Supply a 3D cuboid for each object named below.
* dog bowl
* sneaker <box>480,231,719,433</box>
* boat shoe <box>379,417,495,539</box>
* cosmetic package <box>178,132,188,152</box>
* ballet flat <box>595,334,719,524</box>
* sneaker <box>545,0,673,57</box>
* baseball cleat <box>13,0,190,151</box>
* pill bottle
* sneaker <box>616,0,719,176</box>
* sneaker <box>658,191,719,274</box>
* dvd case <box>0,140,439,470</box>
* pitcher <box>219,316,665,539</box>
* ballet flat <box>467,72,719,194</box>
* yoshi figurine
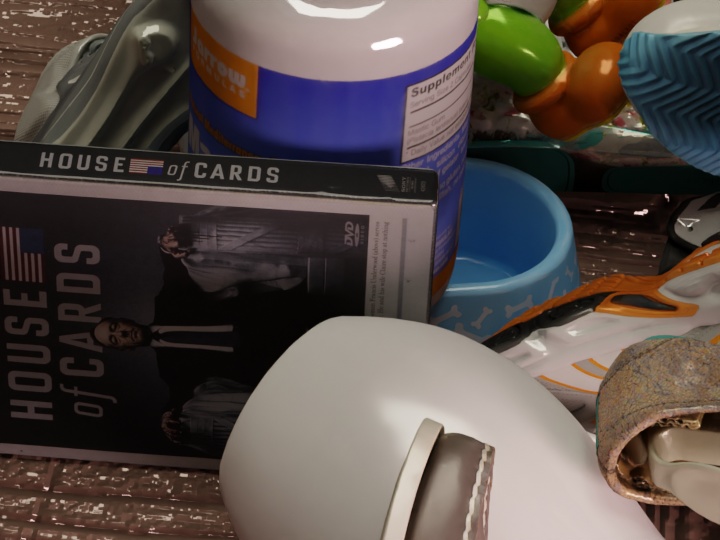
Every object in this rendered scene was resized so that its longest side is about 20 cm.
[{"bbox_3d":[0.000,0.000,1.190,0.199,0.050,0.112,-3,39,-9],"label":"dog bowl"},{"bbox_3d":[0.117,0.046,1.094,0.199,0.092,0.076,-22,6,32],"label":"sneaker"},{"bbox_3d":[0.028,0.151,0.918,0.059,0.072,0.201,7,80,12],"label":"boat shoe"},{"bbox_3d":[-0.020,-0.182,1.321,0.165,0.168,0.200,-5,39,-12],"label":"cosmetic package"},{"bbox_3d":[0.173,0.069,0.955,0.199,0.068,0.067,5,36,21],"label":"ballet flat"},{"bbox_3d":[0.101,-0.145,1.364,0.077,0.082,0.201,-6,63,-7],"label":"sneaker"},{"bbox_3d":[-0.094,-0.090,1.194,0.070,0.200,0.107,31,23,-31],"label":"baseball cleat"},{"bbox_3d":[-0.012,-0.080,1.088,0.111,0.201,0.112,2,39,-1],"label":"pill bottle"},{"bbox_3d":[0.182,-0.093,1.197,0.199,0.077,0.081,-1,46,-37],"label":"sneaker"},{"bbox_3d":[0.181,0.026,1.168,0.115,0.076,0.201,-2,31,9],"label":"sneaker"},{"bbox_3d":[-0.073,0.017,1.083,0.199,0.151,0.025,3,43,1],"label":"dvd case"},{"bbox_3d":[0.064,0.092,1.032,0.199,0.122,0.171,33,44,19],"label":"pitcher"},{"bbox_3d":[0.101,-0.068,1.254,0.199,0.076,0.064,2,70,-4],"label":"ballet flat"},{"bbox_3d":[0.042,-0.151,1.162,0.200,0.112,0.112,35,3,-15],"label":"yoshi figurine"}]
